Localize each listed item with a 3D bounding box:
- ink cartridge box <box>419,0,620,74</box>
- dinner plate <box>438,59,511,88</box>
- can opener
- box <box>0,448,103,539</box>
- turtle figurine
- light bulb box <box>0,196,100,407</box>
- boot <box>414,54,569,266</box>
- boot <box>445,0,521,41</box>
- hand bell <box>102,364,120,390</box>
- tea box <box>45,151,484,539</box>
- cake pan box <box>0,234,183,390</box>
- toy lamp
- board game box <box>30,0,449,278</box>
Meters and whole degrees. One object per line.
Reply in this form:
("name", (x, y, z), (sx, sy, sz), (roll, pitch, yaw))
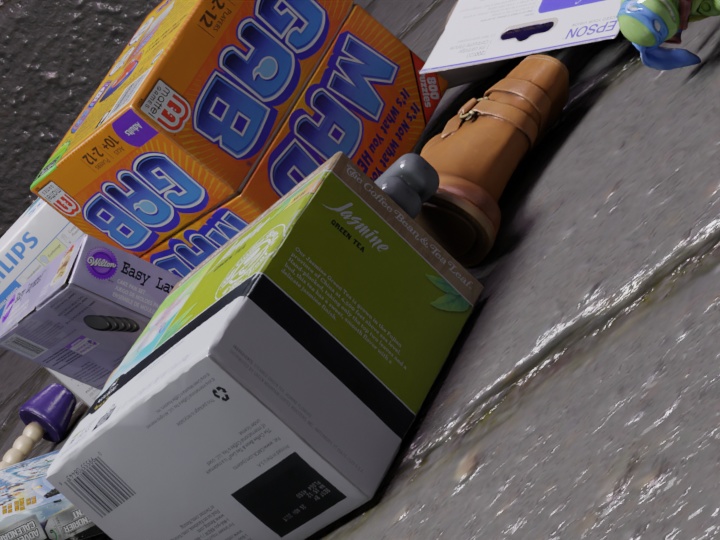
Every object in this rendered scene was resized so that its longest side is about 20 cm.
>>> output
("ink cartridge box", (0.158, -0.221, 1.499), (0.198, 0.043, 0.201), (-4, 50, 48))
("dinner plate", (0.048, -0.159, 1.727), (0.199, 0.024, 0.200), (-15, 4, 1))
("can opener", (-0.006, -0.006, 1.351), (0.200, 0.066, 0.053), (-48, 4, 48))
("box", (-0.251, 0.186, 1.665), (0.136, 0.040, 0.200), (-18, 9, -7))
("turtle figurine", (0.225, -0.234, 1.230), (0.143, 0.201, 0.194), (17, 54, 39))
("light bulb box", (-0.254, 0.003, 2.031), (0.198, 0.200, 0.125), (-45, 12, 10))
("boot", (0.094, -0.080, 1.396), (0.155, 0.077, 0.200), (-44, 4, -7))
("boot", (0.129, -0.218, 1.658), (0.200, 0.070, 0.146), (-30, 8, 32))
("hand bell", (-0.090, 0.096, 1.476), (0.199, 0.104, 0.104), (-17, 30, 45))
("tea box", (-0.058, 0.068, 1.263), (0.200, 0.134, 0.197), (-36, 15, 43))
("cake pan box", (-0.177, 0.053, 1.612), (0.200, 0.184, 0.053), (-32, 35, 59))
("toy lamp", (-0.371, 0.204, 2.154), (0.200, 0.058, 0.058), (-53, 13, -28))
("board game box", (-0.094, -0.104, 1.577), (0.200, 0.200, 0.200), (-28, 28, 56))
